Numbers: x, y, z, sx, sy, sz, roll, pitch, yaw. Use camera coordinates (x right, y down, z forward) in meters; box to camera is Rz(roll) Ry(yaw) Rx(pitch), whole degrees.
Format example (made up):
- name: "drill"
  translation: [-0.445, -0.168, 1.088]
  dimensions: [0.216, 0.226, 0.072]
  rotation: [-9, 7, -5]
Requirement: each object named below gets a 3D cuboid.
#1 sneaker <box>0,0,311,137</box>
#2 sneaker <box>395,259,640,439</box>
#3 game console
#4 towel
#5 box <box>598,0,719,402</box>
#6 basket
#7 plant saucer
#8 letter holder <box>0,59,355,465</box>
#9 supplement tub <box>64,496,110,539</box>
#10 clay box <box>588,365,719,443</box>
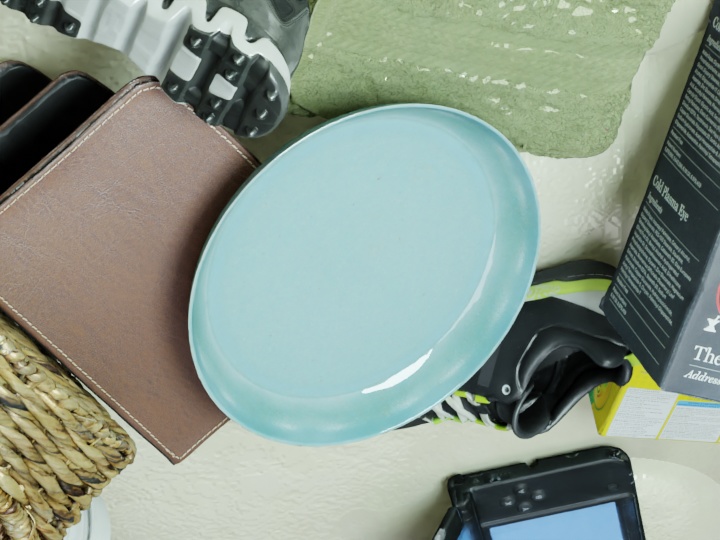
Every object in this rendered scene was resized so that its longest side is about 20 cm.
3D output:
- name: "sneaker"
  translation: [-0.106, -0.145, 0.946]
  dimensions: [0.199, 0.091, 0.067]
  rotation: [33, 138, -4]
- name: "sneaker"
  translation: [0.074, 0.060, 1.171]
  dimensions: [0.199, 0.083, 0.072]
  rotation: [-25, 134, 26]
- name: "game console"
  translation: [0.110, 0.230, 1.339]
  dimensions: [0.174, 0.117, 0.201]
  rotation: [-12, 138, 5]
- name: "towel"
  translation: [0.054, -0.124, 1.014]
  dimensions: [0.198, 0.037, 0.149]
  rotation: [7, 134, -15]
- name: "box"
  translation: [0.254, -0.021, 1.052]
  dimensions: [0.198, 0.104, 0.184]
  rotation: [12, 109, -17]
- name: "basket"
  translation: [-0.225, 0.073, 0.984]
  dimensions: [0.149, 0.143, 0.200]
  rotation: [-46, 125, -6]
- name: "plant saucer"
  translation: [0.000, 0.000, 1.046]
  dimensions: [0.199, 0.027, 0.202]
  rotation: [-16, 127, -22]
- name: "letter holder"
  translation: [-0.112, -0.023, 1.049]
  dimensions: [0.142, 0.101, 0.200]
  rotation: [-39, 132, 3]
- name: "supplement tub"
  translation: [-0.256, 0.137, 1.167]
  dimensions: [0.140, 0.141, 0.200]
  rotation: [-34, 131, 25]
- name: "clay box"
  translation: [0.215, 0.019, 1.181]
  dimensions: [0.114, 0.048, 0.201]
  rotation: [4, 134, -14]
